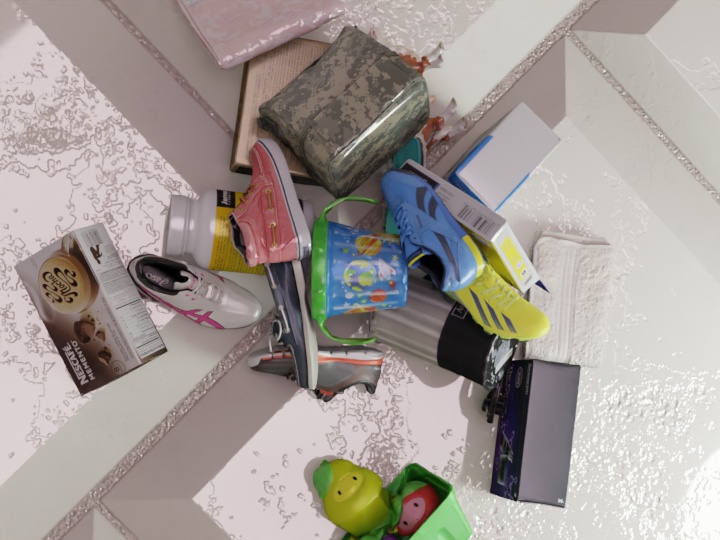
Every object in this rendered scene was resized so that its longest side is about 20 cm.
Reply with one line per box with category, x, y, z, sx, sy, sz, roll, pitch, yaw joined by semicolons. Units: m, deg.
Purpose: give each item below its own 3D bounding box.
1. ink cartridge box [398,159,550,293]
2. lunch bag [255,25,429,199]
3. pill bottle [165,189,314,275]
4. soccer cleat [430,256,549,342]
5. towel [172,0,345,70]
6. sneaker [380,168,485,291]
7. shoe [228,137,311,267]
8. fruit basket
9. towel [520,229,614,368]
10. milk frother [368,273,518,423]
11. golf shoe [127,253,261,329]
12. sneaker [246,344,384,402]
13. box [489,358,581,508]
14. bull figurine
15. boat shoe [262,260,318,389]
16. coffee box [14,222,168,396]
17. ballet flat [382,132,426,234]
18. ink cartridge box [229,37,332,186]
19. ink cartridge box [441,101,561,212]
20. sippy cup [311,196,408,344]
ink cartridge box;0.154;-0.048;1.689;0.047;0.200;0.197;-47;51;-10
lunch bag;-0.023;-0.226;1.662;0.200;0.139;0.168;-44;71;-11
pill bottle;-0.170;-0.053;1.704;0.199;0.112;0.113;6;84;-12
soccer cleat;0.168;0.026;1.617;0.065;0.200;0.084;-28;136;-34
towel;-0.150;-0.385;1.728;0.199;0.032;0.191;-28;58;-13
sneaker;0.077;-0.055;1.598;0.078;0.066;0.200;-23;63;-30
shoe;-0.137;-0.093;1.626;0.090;0.072;0.201;-11;58;-17
fruit basket;0.025;0.348;1.705;0.214;0.155;0.217;-4;99;-24
towel;0.314;0.043;1.839;0.132;0.034;0.201;7;84;-11
milk frother;0.127;0.112;1.751;0.187;0.180;0.201;21;113;25
golf shoe;-0.231;0.033;1.696;0.199;0.092;0.073;18;80;-11
sneaker;-0.063;0.149;1.733;0.199;0.077;0.083;2;95;-9
box;0.251;0.232;1.756;0.078;0.141;0.201;9;83;-11
bull figurine;0.075;-0.269;1.790;0.121;0.065;0.201;-17;98;16
boat shoe;-0.097;0.065;1.650;0.061;0.075;0.201;-9;100;1
coffee box;-0.364;0.052;1.649;0.113;0.080;0.201;-26;91;22
ballet flat;0.068;-0.119;1.776;0.071;0.072;0.201;-1;114;-12
ink cartridge box;-0.094;-0.231;1.755;0.164;0.075;0.201;9;83;-12
ink cartridge box;0.185;-0.143;1.743;0.084;0.200;0.146;43;78;-3
sippy cup;0.000;0.000;1.647;0.129;0.140;0.179;0;126;0
